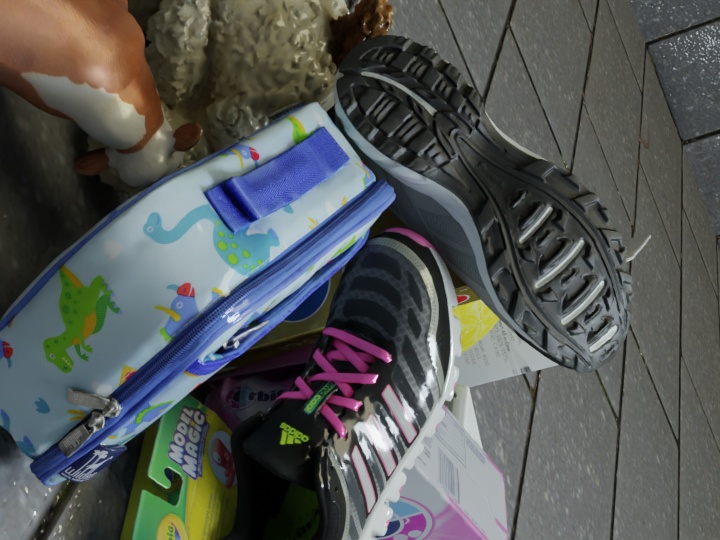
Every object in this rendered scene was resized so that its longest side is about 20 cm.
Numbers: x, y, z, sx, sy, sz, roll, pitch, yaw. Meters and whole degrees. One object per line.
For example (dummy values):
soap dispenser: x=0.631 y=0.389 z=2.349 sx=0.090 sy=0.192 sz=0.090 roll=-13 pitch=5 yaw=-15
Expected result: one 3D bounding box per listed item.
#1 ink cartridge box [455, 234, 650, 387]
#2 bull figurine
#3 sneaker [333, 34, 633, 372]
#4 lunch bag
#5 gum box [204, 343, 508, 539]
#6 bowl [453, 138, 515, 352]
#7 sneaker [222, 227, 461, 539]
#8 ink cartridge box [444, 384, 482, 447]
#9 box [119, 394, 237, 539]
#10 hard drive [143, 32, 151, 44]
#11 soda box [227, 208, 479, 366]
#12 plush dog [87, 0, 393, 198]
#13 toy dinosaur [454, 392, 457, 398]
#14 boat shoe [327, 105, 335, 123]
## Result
ink cartridge box: x=0.135 y=0.036 z=1.130 sx=0.116 sy=0.198 sz=0.067 roll=-29 pitch=102 yaw=-68
bull figurine: x=-0.152 y=-0.120 z=0.671 sx=0.199 sy=0.065 sz=0.122 roll=30 pitch=40 yaw=-37
sneaker: x=0.062 y=-0.032 z=0.733 sx=0.200 sy=0.074 sz=0.079 roll=49 pitch=-14 yaw=2
lunch bag: x=-0.077 y=0.004 z=0.658 sx=0.083 sy=0.161 sz=0.200 roll=50 pitch=29 yaw=-1
gum box: x=-0.001 y=0.118 z=0.850 sx=0.200 sy=0.113 sz=0.067 roll=51 pitch=30 yaw=-45
bowl: x=0.068 y=-0.043 z=1.030 sx=0.200 sy=0.107 sz=0.202 roll=162 pitch=-90 yaw=-81
sneaker: x=-0.014 y=0.075 z=0.705 sx=0.087 sy=0.073 sz=0.201 roll=10 pitch=102 yaw=-57
ink cartridge box: x=0.064 y=0.204 z=1.053 sx=0.201 sy=0.050 sz=0.163 roll=78 pitch=17 yaw=-48
box: x=-0.067 y=0.165 z=0.749 sx=0.118 sy=0.048 sz=0.201 roll=-82 pitch=150 yaw=-45
hard drive: x=-0.114 y=-0.200 z=0.909 sx=0.201 sy=0.038 sz=0.140 roll=64 pitch=23 yaw=-26
soda box: x=0.000 y=0.000 z=0.820 sx=0.068 sy=0.198 sz=0.065 roll=15 pitch=61 yaw=-69
plush dog: x=-0.081 y=-0.155 z=0.789 sx=0.172 sy=0.160 sz=0.200 roll=49 pitch=45 yaw=-1
toy dinosaur: x=0.010 y=0.063 z=0.996 sx=0.200 sy=0.076 sz=0.103 roll=107 pitch=-21 yaw=-69
boat shoe: x=0.005 y=-0.059 z=0.893 sx=0.062 sy=0.074 sz=0.202 roll=12 pitch=56 yaw=-63
